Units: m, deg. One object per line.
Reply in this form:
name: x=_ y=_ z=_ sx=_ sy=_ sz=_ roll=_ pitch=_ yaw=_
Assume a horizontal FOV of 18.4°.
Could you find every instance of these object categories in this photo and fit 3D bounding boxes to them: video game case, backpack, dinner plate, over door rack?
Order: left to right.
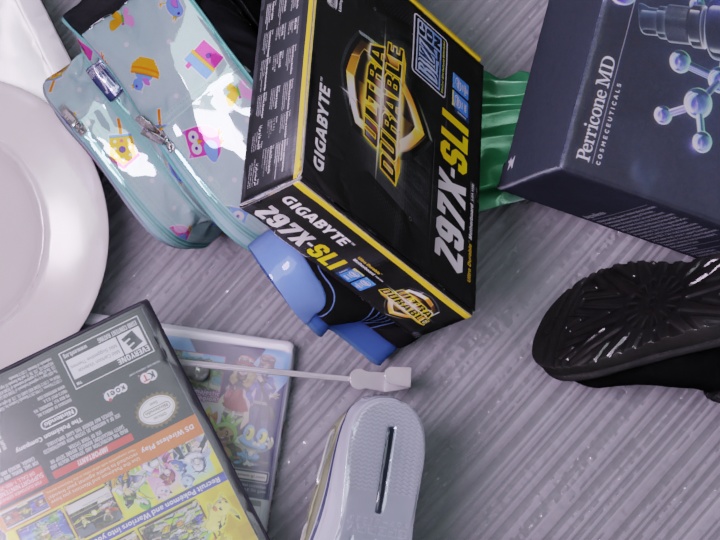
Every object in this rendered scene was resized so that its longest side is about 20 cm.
dinner plate: x=-0.254 y=-0.023 z=1.413 sx=0.200 sy=0.024 sz=0.200 roll=0 pitch=90 yaw=22
video game case: x=-0.175 y=0.141 z=1.310 sx=0.200 sy=0.026 sz=0.181 roll=-26 pitch=84 yaw=-10
video game case: x=-0.153 y=0.122 z=1.419 sx=0.200 sy=0.023 sz=0.182 roll=8 pitch=80 yaw=5
backpack: x=-0.086 y=-0.094 z=1.381 sx=0.200 sy=0.176 sz=0.153 roll=45 pitch=99 yaw=11
over door rack: x=-0.075 y=0.128 z=1.375 sx=0.200 sy=0.067 sz=0.148 roll=5 pitch=81 yaw=-10

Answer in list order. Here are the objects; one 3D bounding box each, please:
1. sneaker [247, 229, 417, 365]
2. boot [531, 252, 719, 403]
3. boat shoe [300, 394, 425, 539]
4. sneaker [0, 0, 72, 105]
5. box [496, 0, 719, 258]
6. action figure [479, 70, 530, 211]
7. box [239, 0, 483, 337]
sneaker: x=0.000 y=0.000 z=1.344 sx=0.078 sy=0.200 sz=0.070 roll=-39 pitch=69 yaw=8
boot: x=0.225 y=0.069 z=1.383 sx=0.158 sy=0.211 sz=0.079 roll=47 pitch=52 yaw=-30
boat shoe: x=-0.005 y=0.173 z=1.314 sx=0.072 sy=0.062 sz=0.200 roll=18 pitch=76 yaw=-14
sneaker: x=-0.243 y=-0.153 z=1.447 sx=0.085 sy=0.073 sz=0.200 roll=-26 pitch=81 yaw=-5
box: x=0.209 y=-0.094 z=1.374 sx=0.200 sy=0.107 sz=0.149 roll=18 pitch=80 yaw=-14
action figure: x=0.111 y=-0.085 z=1.432 sx=0.200 sy=0.055 sz=0.118 roll=-6 pitch=78 yaw=-6
box: x=0.006 y=-0.082 z=1.300 sx=0.049 sy=0.160 sz=0.200 roll=-22 pitch=46 yaw=32
